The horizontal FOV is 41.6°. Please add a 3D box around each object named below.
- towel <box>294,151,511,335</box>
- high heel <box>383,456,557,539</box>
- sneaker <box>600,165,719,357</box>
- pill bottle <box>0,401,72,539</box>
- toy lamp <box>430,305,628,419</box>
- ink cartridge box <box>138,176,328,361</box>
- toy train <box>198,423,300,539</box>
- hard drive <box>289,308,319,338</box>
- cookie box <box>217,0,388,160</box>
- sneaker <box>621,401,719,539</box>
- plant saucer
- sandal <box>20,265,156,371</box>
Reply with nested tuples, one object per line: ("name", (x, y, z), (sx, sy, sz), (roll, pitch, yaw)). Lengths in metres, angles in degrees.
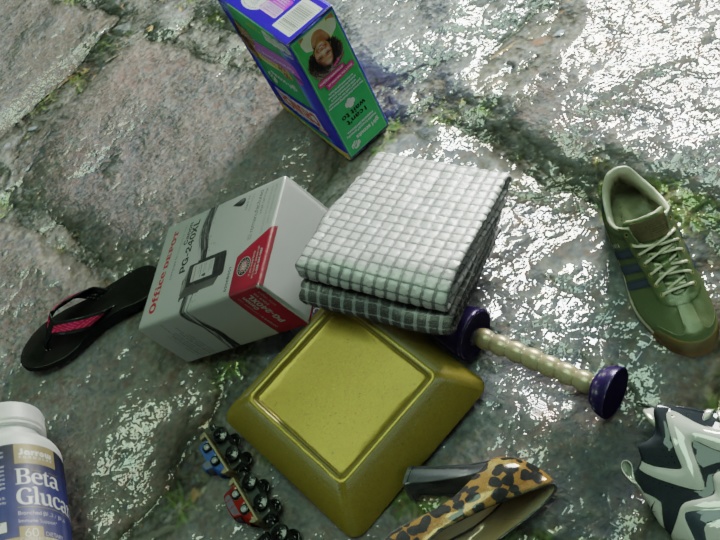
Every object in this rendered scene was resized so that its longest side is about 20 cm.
("towel", (0.048, -0.028, 0.962), (0.165, 0.086, 0.200), (12, 45, 22))
("high heel", (0.091, 0.247, 0.808), (0.142, 0.071, 0.200), (-8, 44, 26))
("sneaker", (0.279, -0.018, 0.909), (0.067, 0.090, 0.200), (-22, 51, 7))
("pill bottle", (-0.365, 0.240, 0.991), (0.111, 0.111, 0.200), (-27, 50, 4))
("toy lamp", (0.155, 0.080, 0.915), (0.200, 0.058, 0.058), (20, 66, 34))
("ink cartridge box", (-0.139, 0.002, 1.042), (0.200, 0.083, 0.145), (-19, 48, 37))
("toy train", (-0.110, 0.229, 0.941), (0.046, 0.034, 0.200), (-45, 51, 5))
("hard drive", (0.000, 0.000, 1.057), (0.200, 0.033, 0.140), (-31, 50, 0))
("cookie box", (-0.068, -0.256, 1.165), (0.075, 0.200, 0.171), (-42, 50, -8))
("sneaker", (0.304, 0.131, 0.796), (0.199, 0.079, 0.130), (-48, 59, -1))
("plant saucer", (-0.014, 0.124, 0.940), (0.200, 0.048, 0.200), (36, 78, 29))
("sandal", (-0.337, 0.050, 1.161), (0.200, 0.045, 0.075), (-34, 50, -2))
